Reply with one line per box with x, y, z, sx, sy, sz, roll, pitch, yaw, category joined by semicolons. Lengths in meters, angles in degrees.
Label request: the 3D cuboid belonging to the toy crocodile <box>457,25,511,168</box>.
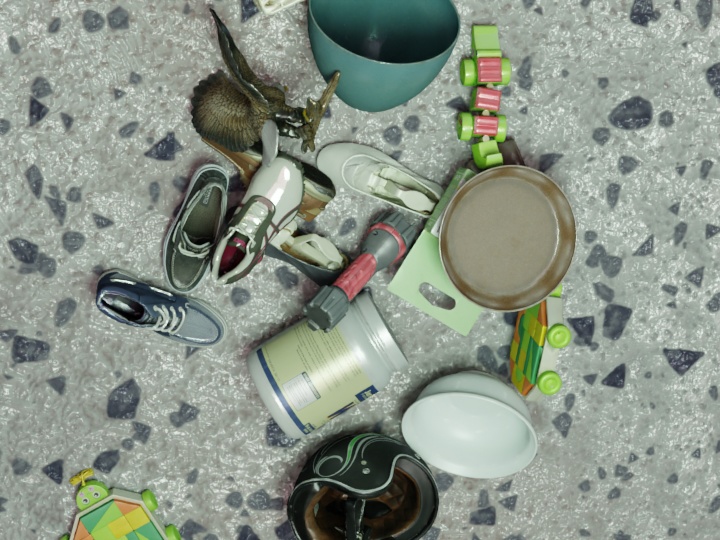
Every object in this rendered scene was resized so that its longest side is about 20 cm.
0.173;-0.240;1.655;0.067;0.062;0.202;3;88;-7;toy crocodile

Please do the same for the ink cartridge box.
0.150;-0.022;1.673;0.145;0.048;0.201;31;91;-15;ink cartridge box

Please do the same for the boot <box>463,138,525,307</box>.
0.181;-0.070;1.721;0.186;0.064;0.201;-34;109;-5;boot

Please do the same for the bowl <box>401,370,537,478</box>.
0.166;0.213;1.769;0.200;0.091;0.202;9;137;9;bowl

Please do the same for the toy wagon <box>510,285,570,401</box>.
0.258;0.081;1.720;0.039;0.155;0.201;6;105;-10;toy wagon

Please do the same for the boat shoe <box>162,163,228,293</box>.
-0.230;-0.050;1.651;0.072;0.071;0.201;12;116;-11;boat shoe

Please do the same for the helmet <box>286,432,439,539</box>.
0.008;0.330;1.749;0.199;0.190;0.201;11;112;29;helmet

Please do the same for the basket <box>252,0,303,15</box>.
-0.102;-0.411;1.509;0.135;0.200;0.124;-25;113;0;basket

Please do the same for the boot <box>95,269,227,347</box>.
-0.279;0.067;1.679;0.199;0.090;0.073;22;102;-14;boot

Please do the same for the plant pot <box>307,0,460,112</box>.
0.021;-0.289;1.582;0.199;0.201;0.135;4;140;-9;plant pot

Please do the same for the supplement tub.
-0.046;0.131;1.704;0.199;0.145;0.145;-31;108;2;supplement tub

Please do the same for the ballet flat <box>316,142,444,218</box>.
0.035;-0.124;1.682;0.199;0.069;0.070;22;102;-14;ballet flat

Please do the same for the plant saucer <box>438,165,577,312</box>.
0.199;-0.044;1.640;0.199;0.032;0.202;-2;98;-12;plant saucer

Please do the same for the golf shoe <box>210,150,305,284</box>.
-0.137;-0.063;1.595;0.077;0.088;0.201;30;109;-1;golf shoe

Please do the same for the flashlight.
0.000;0.000;1.658;0.200;0.068;0.068;-47;127;-34;flashlight

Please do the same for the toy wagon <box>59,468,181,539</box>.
-0.370;0.388;1.789;0.155;0.040;0.201;-29;109;1;toy wagon

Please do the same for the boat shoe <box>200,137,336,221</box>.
-0.133;-0.132;1.651;0.199;0.076;0.074;30;112;-9;boat shoe

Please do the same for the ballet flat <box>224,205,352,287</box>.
-0.093;-0.042;1.683;0.199;0.073;0.073;32;100;-19;ballet flat

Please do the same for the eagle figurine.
-0.140;-0.226;1.556;0.199;0.151;0.152;27;89;5;eagle figurine
